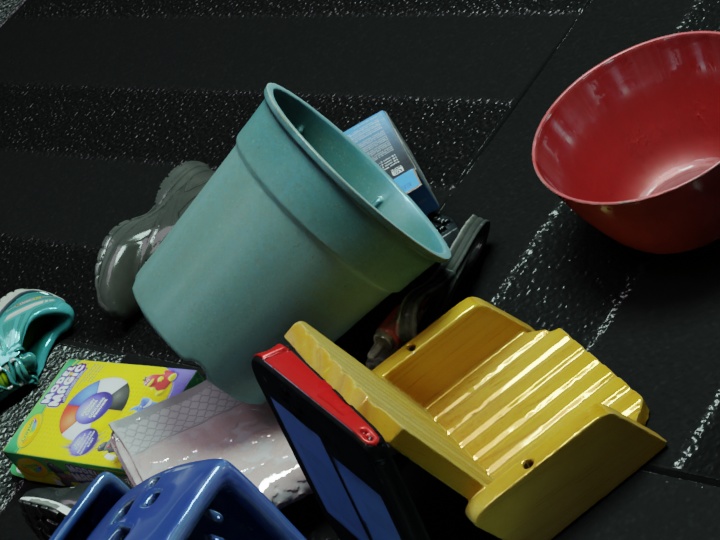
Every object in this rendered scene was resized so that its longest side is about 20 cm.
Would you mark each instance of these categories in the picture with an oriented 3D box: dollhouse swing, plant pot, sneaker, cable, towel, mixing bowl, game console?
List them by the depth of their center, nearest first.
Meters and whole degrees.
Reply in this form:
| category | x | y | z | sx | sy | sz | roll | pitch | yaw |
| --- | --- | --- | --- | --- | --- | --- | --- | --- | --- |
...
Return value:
| category | x | y | z | sx | sy | sz | roll | pitch | yaw |
| --- | --- | --- | --- | --- | --- | --- | --- | --- | --- |
| plant pot | -0.139 | 0.262 | 1.164 | 0.180 | 0.200 | 0.200 | -3 | 44 | 47 |
| game console | -0.002 | 0.154 | 1.174 | 0.031 | 0.200 | 0.177 | -32 | 33 | -12 |
| dollhouse swing | 0.078 | 0.074 | 1.227 | 0.182 | 0.176 | 0.200 | -38 | 34 | -6 |
| mixing bowl | 0.250 | -0.087 | 1.341 | 0.200 | 0.108 | 0.200 | -22 | 37 | 17 |
| plant pot | -0.066 | -0.012 | 1.344 | 0.196 | 0.200 | 0.200 | -45 | 33 | 10 |
| towel | -0.091 | 0.136 | 1.363 | 0.200 | 0.032 | 0.191 | -23 | 31 | -16 |
| cable | 0.054 | 0.014 | 1.392 | 0.050 | 0.097 | 0.200 | 15 | 55 | 16 |
| sneaker | -0.191 | 0.203 | 1.393 | 0.200 | 0.076 | 0.088 | 7 | 41 | 34 |
| sneaker | -0.358 | 0.095 | 1.646 | 0.080 | 0.078 | 0.200 | 11 | 53 | 34 |
| sneaker | -0.186 | -0.029 | 1.659 | 0.091 | 0.076 | 0.200 | 14 | 58 | 38 |

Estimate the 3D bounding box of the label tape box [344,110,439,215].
| category | x | y | z | sx | sy | sz | roll | pitch | yaw |
| --- | --- | --- | --- | --- | --- | --- | --- | --- | --- |
| label tape box | -0.009 | -0.056 | 1.529 | 0.144 | 0.063 | 0.200 | -31 | 26 | 5 |

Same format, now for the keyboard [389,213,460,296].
| category | x | y | z | sx | sy | sz | roll | pitch | yaw |
| --- | --- | --- | --- | --- | --- | --- | --- | --- | --- |
| keyboard | 0.000 | 0.000 | 1.463 | 0.200 | 0.040 | 0.104 | -33 | 26 | -15 |

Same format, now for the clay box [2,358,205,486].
| category | x | y | z | sx | sy | sz | roll | pitch | yaw |
| --- | --- | --- | --- | --- | --- | --- | --- | --- | --- |
| clay box | -0.235 | 0.139 | 1.511 | 0.200 | 0.048 | 0.115 | 2 | 47 | 39 |
